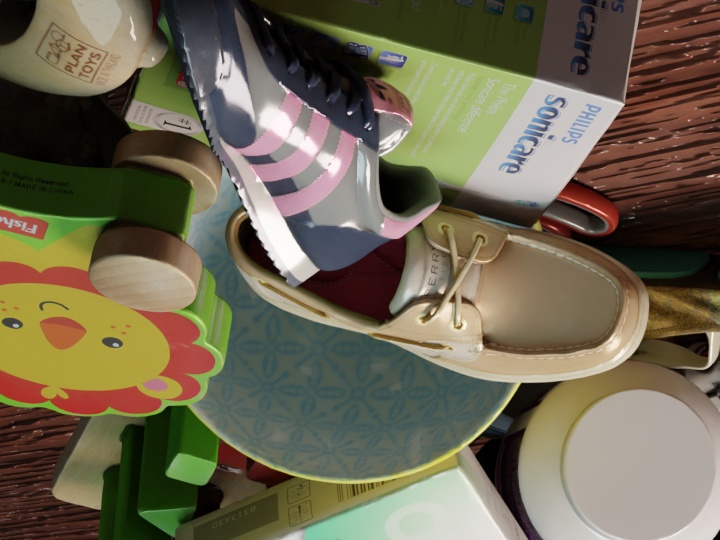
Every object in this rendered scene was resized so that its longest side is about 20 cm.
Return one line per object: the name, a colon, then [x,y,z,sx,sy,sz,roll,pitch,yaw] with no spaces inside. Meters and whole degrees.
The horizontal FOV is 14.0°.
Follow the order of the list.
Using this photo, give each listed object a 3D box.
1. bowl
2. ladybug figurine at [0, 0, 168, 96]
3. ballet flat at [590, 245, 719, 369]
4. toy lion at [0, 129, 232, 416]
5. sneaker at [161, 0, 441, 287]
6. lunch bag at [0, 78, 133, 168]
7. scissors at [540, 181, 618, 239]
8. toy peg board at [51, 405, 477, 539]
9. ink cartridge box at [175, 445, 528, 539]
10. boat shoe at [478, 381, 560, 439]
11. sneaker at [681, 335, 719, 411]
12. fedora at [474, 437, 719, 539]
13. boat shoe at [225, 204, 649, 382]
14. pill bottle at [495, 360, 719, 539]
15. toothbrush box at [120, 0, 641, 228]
bowl: [0.000,0.000,1.445,0.200,0.201,0.108,6,-176,11]
ladybug figurine: [-0.157,-0.153,1.215,0.200,0.072,0.136,39,143,-1]
ballet flat: [0.187,0.019,1.504,0.200,0.071,0.071,-1,153,31]
toy lion: [-0.150,0.001,1.273,0.199,0.069,0.192,15,149,-10]
sneaker: [-0.025,-0.073,1.214,0.082,0.070,0.200,-21,146,5]
lunch bag: [-0.184,-0.053,1.368,0.200,0.118,0.164,39,158,9]
scissors: [0.036,-0.051,1.491,0.200,0.014,0.073,21,155,-19]
toy peg board: [-0.048,0.119,1.579,0.199,0.098,0.200,15,140,-15]
ink cartridge box: [0.018,0.181,1.538,0.161,0.050,0.200,-24,124,12]
boat shoe: [0.026,0.052,1.647,0.200,0.071,0.091,29,151,-34]
sneaker: [0.222,0.059,1.576,0.088,0.074,0.200,15,156,-12]
fedora: [0.119,0.138,1.701,0.200,0.201,0.092,-9,121,38]
boat shoe: [0.030,0.006,1.335,0.199,0.074,0.069,9,175,18]
pill bottle: [0.133,0.107,1.539,0.112,0.113,0.200,11,174,-1]
toothbrush box: [0.008,-0.103,1.293,0.199,0.086,0.146,15,156,-7]
